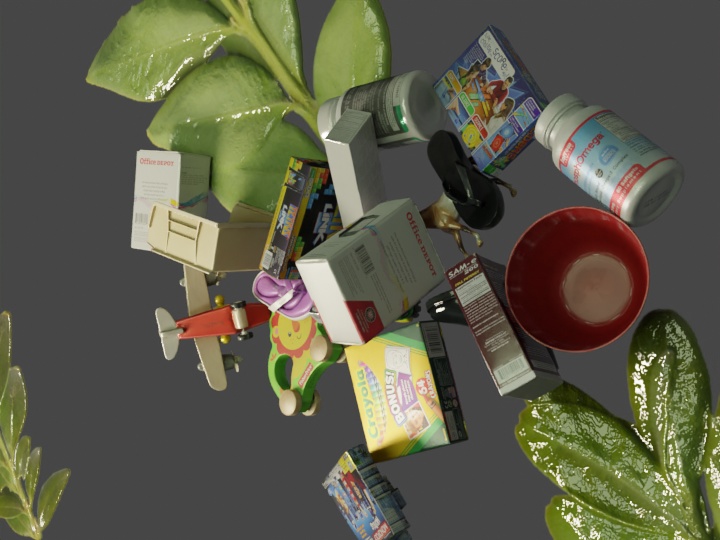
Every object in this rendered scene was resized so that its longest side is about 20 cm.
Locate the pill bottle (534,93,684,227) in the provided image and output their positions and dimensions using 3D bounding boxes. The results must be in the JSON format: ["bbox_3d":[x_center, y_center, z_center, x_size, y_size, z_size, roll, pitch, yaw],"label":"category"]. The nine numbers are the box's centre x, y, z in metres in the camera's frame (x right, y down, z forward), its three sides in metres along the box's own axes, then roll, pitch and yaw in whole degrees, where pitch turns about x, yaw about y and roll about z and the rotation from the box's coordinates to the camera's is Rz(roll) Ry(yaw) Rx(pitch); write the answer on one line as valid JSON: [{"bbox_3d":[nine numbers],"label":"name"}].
[{"bbox_3d":[0.337,-0.157,1.445,0.200,0.109,0.109,46,119,32],"label":"pill bottle"}]

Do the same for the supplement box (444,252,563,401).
[{"bbox_3d":[0.202,0.081,1.485,0.061,0.109,0.200,-33,64,22],"label":"supplement box"}]

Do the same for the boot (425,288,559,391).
[{"bbox_3d":[0.196,0.103,1.595,0.200,0.076,0.168,-18,75,34],"label":"boot"}]

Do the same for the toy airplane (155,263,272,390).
[{"bbox_3d":[-0.287,0.099,1.985,0.199,0.141,0.200,33,100,2],"label":"toy airplane"}]

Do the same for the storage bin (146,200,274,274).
[{"bbox_3d":[-0.252,-0.065,1.912,0.198,0.200,0.094,20,106,40],"label":"storage bin"}]

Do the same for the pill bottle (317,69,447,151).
[{"bbox_3d":[0.032,-0.253,1.713,0.200,0.113,0.113,-6,86,41],"label":"pill bottle"}]

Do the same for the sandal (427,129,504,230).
[{"bbox_3d":[0.148,-0.133,1.586,0.076,0.043,0.200,-59,46,30],"label":"sandal"}]

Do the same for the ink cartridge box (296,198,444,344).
[{"bbox_3d":[0.018,0.001,1.609,0.086,0.200,0.148,-4,115,49],"label":"ink cartridge box"}]

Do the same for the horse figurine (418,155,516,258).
[{"bbox_3d":[0.161,-0.105,1.644,0.133,0.050,0.200,39,117,29],"label":"horse figurine"}]

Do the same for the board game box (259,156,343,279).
[{"bbox_3d":[-0.070,-0.084,1.771,0.057,0.165,0.200,30,110,39],"label":"board game box"}]

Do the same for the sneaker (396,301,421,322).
[{"bbox_3d":[0.001,0.049,1.764,0.200,0.085,0.078,0,91,42],"label":"sneaker"}]

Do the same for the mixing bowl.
[{"bbox_3d":[0.314,0.018,1.456,0.200,0.108,0.200,-5,79,29],"label":"mixing bowl"}]

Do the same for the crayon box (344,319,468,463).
[{"bbox_3d":[0.073,0.200,1.719,0.172,0.058,0.200,-23,75,39],"label":"crayon box"}]

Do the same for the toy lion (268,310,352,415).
[{"bbox_3d":[-0.110,0.132,1.884,0.192,0.069,0.200,49,119,38],"label":"toy lion"}]

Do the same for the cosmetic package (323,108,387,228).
[{"bbox_3d":[-0.006,-0.155,1.691,0.051,0.083,0.200,16,141,25],"label":"cosmetic package"}]

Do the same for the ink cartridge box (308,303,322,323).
[{"bbox_3d":[0.000,0.000,1.724,0.099,0.039,0.200,4,58,43],"label":"ink cartridge box"}]

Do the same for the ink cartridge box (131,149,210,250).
[{"bbox_3d":[-0.379,-0.136,2.099,0.147,0.086,0.200,9,95,42],"label":"ink cartridge box"}]

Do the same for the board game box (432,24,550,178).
[{"bbox_3d":[0.198,-0.256,1.581,0.135,0.034,0.200,-44,50,28],"label":"board game box"}]

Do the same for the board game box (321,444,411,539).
[{"bbox_3d":[0.028,0.396,1.717,0.200,0.062,0.200,58,155,15],"label":"board game box"}]

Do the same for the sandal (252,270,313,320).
[{"bbox_3d":[-0.141,0.042,1.867,0.203,0.050,0.083,7,84,52],"label":"sandal"}]
